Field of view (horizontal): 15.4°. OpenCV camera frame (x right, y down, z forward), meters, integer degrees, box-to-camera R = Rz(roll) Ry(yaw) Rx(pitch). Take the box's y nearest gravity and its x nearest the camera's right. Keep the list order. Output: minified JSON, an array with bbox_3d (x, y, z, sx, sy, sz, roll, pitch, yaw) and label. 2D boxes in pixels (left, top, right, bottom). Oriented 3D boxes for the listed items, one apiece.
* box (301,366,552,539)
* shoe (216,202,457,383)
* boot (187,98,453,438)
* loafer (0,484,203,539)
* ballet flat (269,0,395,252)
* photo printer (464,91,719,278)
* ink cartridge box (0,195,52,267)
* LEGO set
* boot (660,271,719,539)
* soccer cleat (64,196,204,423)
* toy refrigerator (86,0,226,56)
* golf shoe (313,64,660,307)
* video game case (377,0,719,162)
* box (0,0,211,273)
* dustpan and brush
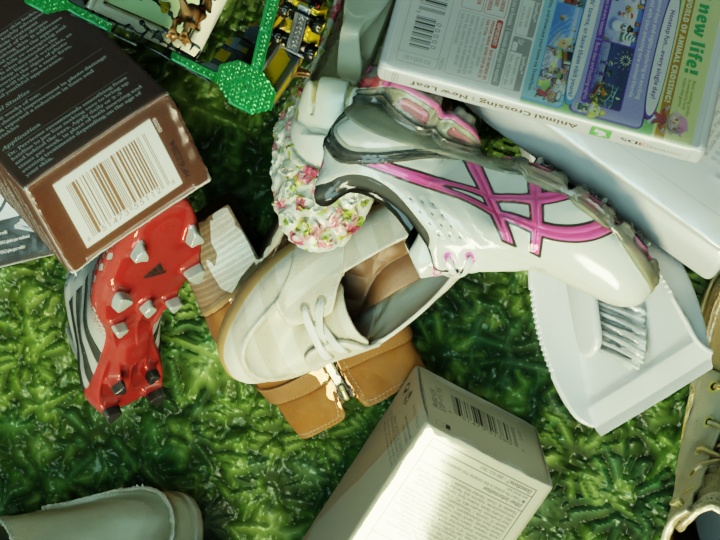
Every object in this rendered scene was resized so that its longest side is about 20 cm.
[{"bbox_3d":[0.023,0.171,1.607,0.095,0.078,0.201,28,110,-16],"label":"box"},{"bbox_3d":[0.004,0.003,1.529,0.199,0.053,0.070,-35,117,2],"label":"shoe"},{"bbox_3d":[0.000,0.000,1.588,0.199,0.077,0.156,-31,102,8],"label":"boot"},{"bbox_3d":[-0.192,0.185,1.670,0.199,0.068,0.076,-20,68,19],"label":"loafer"},{"bbox_3d":[-0.008,-0.110,1.512,0.075,0.064,0.201,11,67,11],"label":"ballet flat"},{"bbox_3d":[0.160,-0.117,1.486,0.199,0.069,0.167,35,76,3],"label":"photo printer"},{"bbox_3d":[-0.283,-0.037,1.661,0.199,0.044,0.095,-14,98,17],"label":"ink cartridge box"},{"bbox_3d":[-0.088,-0.193,1.470,0.199,0.116,0.154,21,139,14],"label":"LEGO set"},{"bbox_3d":[0.212,0.102,1.514,0.072,0.155,0.202,10,106,11],"label":"boot"},{"bbox_3d":[-0.143,0.008,1.586,0.085,0.068,0.201,56,151,27],"label":"soccer cleat"},{"bbox_3d":[-0.087,-0.231,1.539,0.076,0.070,0.201,22,110,-19],"label":"toy refrigerator"},{"bbox_3d":[0.068,-0.026,1.461,0.199,0.073,0.092,31,82,-1],"label":"golf shoe"},{"bbox_3d":[0.120,-0.174,1.449,0.181,0.022,0.201,15,72,1],"label":"video game case"},{"bbox_3d":[-0.180,-0.092,1.531,0.100,0.200,0.075,-34,132,-11],"label":"box"},{"bbox_3d":[0.128,-0.017,1.546,0.140,0.057,0.201,-40,57,56],"label":"dustpan and brush"}]
